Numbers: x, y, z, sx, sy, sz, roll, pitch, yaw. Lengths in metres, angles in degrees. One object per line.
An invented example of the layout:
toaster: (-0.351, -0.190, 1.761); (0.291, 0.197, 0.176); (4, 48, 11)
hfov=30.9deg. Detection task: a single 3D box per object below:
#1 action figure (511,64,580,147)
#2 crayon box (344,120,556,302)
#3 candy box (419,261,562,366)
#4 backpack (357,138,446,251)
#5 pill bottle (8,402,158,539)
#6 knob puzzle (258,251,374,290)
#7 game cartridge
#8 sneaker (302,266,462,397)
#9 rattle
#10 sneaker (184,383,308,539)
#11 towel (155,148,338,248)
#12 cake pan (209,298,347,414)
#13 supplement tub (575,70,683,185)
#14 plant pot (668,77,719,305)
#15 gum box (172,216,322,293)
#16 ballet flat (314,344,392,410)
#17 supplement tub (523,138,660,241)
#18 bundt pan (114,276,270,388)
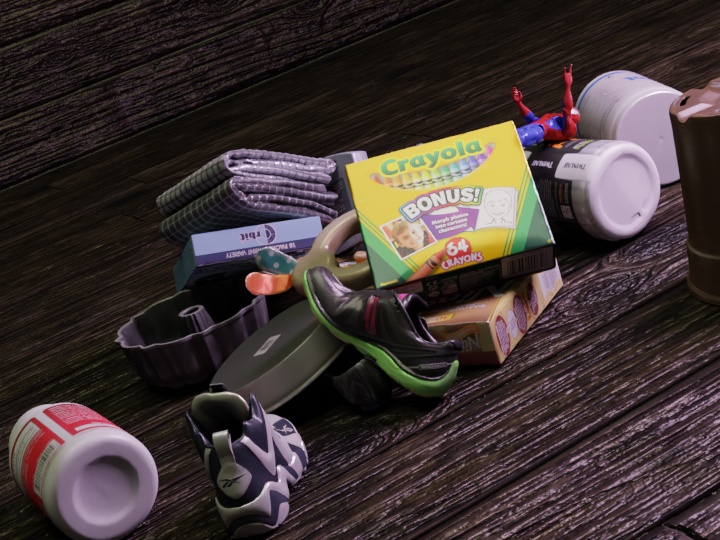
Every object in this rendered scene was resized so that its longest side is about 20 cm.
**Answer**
action figure: (0.200, -0.190, 1.592); (0.200, 0.099, 0.065); (-20, 17, -39)
crayon box: (0.097, -0.061, 1.445); (0.199, 0.058, 0.173); (-15, 59, 1)
candy box: (0.136, 0.040, 1.453); (0.115, 0.055, 0.200); (-7, 20, 32)
backpack: (0.061, -0.104, 1.843); (0.200, 0.127, 0.167); (-25, 5, -23)
pill bottle: (-0.292, 0.198, 1.328); (0.112, 0.113, 0.200); (-27, 19, -24)
knob puzzle: (0.000, 0.000, 1.653); (0.219, 0.031, 0.220); (2, 11, 0)
game cartridge: (-0.043, -0.083, 1.789); (0.041, 0.134, 0.200); (-12, -10, -39)
sneaker: (0.025, 0.051, 1.357); (0.200, 0.084, 0.077); (35, 9, 20)
rattle: (-0.017, 0.013, 1.555); (0.200, 0.143, 0.130); (-29, 54, 7)
sneaker: (-0.111, 0.153, 1.249); (0.079, 0.130, 0.199); (-13, 18, 14)
towel: (-0.144, -0.084, 1.721); (0.200, 0.086, 0.165); (4, -24, -42)
cake pan: (-0.091, 0.096, 1.458); (0.200, 0.037, 0.200); (-35, 15, 11)
supplement tub: (0.381, -0.199, 1.792); (0.132, 0.132, 0.200); (-20, 18, -2)
plant pot: (0.412, -0.094, 1.337); (0.200, 0.199, 0.200); (-18, 18, 6)
gum box: (-0.152, -0.017, 1.725); (0.169, 0.045, 0.200); (-9, -9, -16)
ballet flat: (-0.017, 0.100, 1.427); (0.066, 0.057, 0.200); (-28, 19, -16)
supplement tub: (0.268, -0.105, 1.640); (0.122, 0.123, 0.200); (-28, 20, -26)
bundt pan: (-0.201, 0.083, 1.636); (0.201, 0.076, 0.202); (-18, 18, 6)
